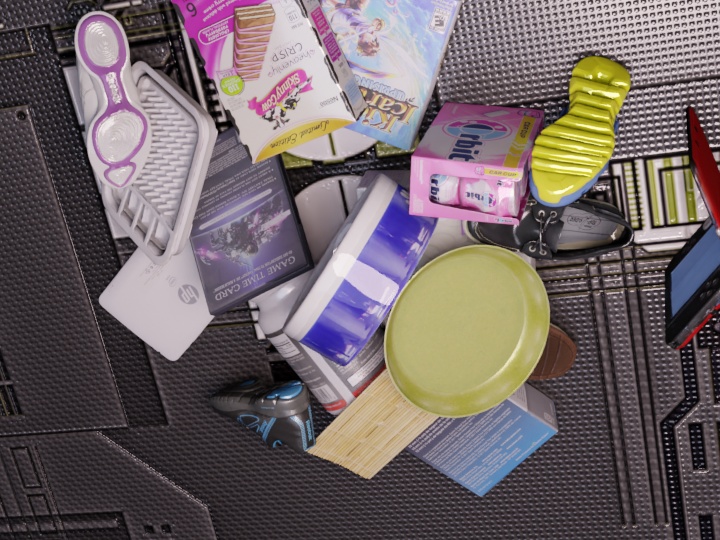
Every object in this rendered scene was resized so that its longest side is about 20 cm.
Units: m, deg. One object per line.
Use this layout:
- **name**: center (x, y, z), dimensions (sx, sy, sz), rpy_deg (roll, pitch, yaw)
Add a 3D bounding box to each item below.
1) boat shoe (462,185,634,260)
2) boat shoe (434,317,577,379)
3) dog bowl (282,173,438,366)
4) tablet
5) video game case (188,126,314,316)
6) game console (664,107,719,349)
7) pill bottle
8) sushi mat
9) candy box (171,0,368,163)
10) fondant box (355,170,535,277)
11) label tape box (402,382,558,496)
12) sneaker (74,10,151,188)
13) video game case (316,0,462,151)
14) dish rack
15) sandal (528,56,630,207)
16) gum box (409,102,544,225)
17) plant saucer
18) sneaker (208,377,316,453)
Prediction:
- **boat shoe**: center (0.210, -0.045, 1.335), dimensions (0.199, 0.066, 0.075), rpy_deg (7, 108, -24)
- **boat shoe**: center (0.161, 0.072, 1.436), dimensions (0.202, 0.075, 0.075), rpy_deg (16, 108, -29)
- **dog bowl**: center (0.000, 0.000, 1.317), dimensions (0.079, 0.200, 0.200), rpy_deg (32, 118, -4)
- **tablet**: center (-0.232, 0.014, 1.548), dimensions (0.130, 0.014, 0.200), rpy_deg (39, 117, -7)
- **video game case**: center (-0.141, -0.066, 1.422), dimensions (0.142, 0.019, 0.201), rpy_deg (-26, 71, 23)
- **game console**: center (0.336, -0.046, 1.279), dimensions (0.118, 0.200, 0.173), rpy_deg (34, 118, -3)
- **pill bottle**: center (-0.050, 0.065, 1.470), dimensions (0.116, 0.116, 0.200), rpy_deg (-32, 104, 24)
- **sushi mat**: center (0.023, 0.180, 1.445), dimensions (0.095, 0.012, 0.200), rpy_deg (28, 131, -16)
- **candy box**: center (-0.096, -0.233, 1.324), dimensions (0.136, 0.061, 0.201), rpy_deg (-20, 108, 22)
- **fondant box**: center (0.101, -0.039, 1.419), dimensions (0.199, 0.058, 0.145), rpy_deg (0, 115, 12)
- **label tape box**: center (0.117, 0.169, 1.485), dimensions (0.200, 0.066, 0.143), rpy_deg (35, 119, -18)
- **sneaker**: center (-0.284, -0.196, 1.414), dimensions (0.075, 0.100, 0.201), rpy_deg (-7, 102, -12)
- **video game case**: center (-0.008, -0.250, 1.354), dimensions (0.199, 0.045, 0.182), rpy_deg (20, 118, 3)
- **dish rack**: center (-0.230, -0.125, 1.430), dimensions (0.172, 0.043, 0.201), rpy_deg (43, 126, 37)
- **sandal**: center (0.230, -0.132, 1.285), dimensions (0.079, 0.200, 0.087), rpy_deg (23, 143, 15)
- **gum box**: center (0.125, -0.114, 1.296), dimensions (0.113, 0.200, 0.066), rpy_deg (7, 116, 13)
- **plant saucer**: center (0.113, 0.064, 1.347), dimensions (0.199, 0.031, 0.201), rpy_deg (-7, 110, -19)
- **sneaker**: center (-0.124, 0.181, 1.518), dimensions (0.200, 0.073, 0.082), rpy_deg (0, 110, 58)
